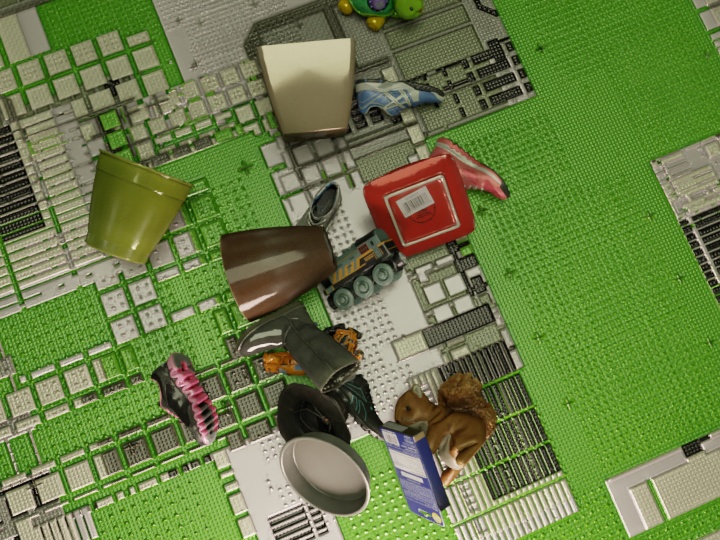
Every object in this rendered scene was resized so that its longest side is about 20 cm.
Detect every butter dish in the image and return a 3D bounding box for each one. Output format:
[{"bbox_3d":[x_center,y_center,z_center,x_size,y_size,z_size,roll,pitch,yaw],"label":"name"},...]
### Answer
[{"bbox_3d":[0.118,-0.155,1.676,0.200,0.148,0.200,-20,121,6],"label":"butter dish"}]

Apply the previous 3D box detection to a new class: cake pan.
[{"bbox_3d":[-0.065,0.396,1.559,0.200,0.200,0.037,37,40,4],"label":"cake pan"}]

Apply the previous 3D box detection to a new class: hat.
[{"bbox_3d":[-0.078,0.295,1.595,0.201,0.201,0.081,46,43,6],"label":"hat"}]

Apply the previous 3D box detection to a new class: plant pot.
[{"bbox_3d":[-0.106,-0.372,1.685,0.200,0.200,0.177,-6,93,-4],"label":"plant pot"},{"bbox_3d":[-0.155,-0.016,1.597,0.200,0.187,0.187,-19,81,4],"label":"plant pot"},{"bbox_3d":[-0.472,-0.123,1.630,0.200,0.200,0.193,22,92,1],"label":"plant pot"}]

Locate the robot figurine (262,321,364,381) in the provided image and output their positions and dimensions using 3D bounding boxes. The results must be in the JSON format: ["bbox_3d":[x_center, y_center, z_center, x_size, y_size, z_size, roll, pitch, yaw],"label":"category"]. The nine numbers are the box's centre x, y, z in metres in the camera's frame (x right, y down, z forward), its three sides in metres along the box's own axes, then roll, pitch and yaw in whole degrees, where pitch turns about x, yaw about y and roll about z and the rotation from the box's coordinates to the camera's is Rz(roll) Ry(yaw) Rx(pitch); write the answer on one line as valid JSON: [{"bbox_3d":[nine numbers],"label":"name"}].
[{"bbox_3d":[-0.092,0.164,1.619,0.200,0.058,0.145,1,55,11],"label":"robot figurine"}]

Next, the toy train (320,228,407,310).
[{"bbox_3d":[0.000,0.000,1.643,0.200,0.085,0.114,-33,85,24],"label":"toy train"}]

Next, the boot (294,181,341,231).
[{"bbox_3d":[-0.103,-0.099,1.675,0.073,0.096,0.200,26,80,2],"label":"boot"}]

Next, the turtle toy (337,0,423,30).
[{"bbox_3d":[0.050,-0.621,1.769,0.200,0.101,0.146,30,80,3],"label":"turtle toy"}]

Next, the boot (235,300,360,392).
[{"bbox_3d":[-0.125,0.168,1.553,0.182,0.073,0.200,-34,62,-11],"label":"boot"}]

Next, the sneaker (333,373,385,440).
[{"bbox_3d":[-0.004,0.262,1.627,0.079,0.075,0.200,-43,85,-11],"label":"sneaker"}]

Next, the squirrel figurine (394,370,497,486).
[{"bbox_3d":[0.171,0.299,1.616,0.187,0.142,0.200,40,67,15],"label":"squirrel figurine"}]

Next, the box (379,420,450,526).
[{"bbox_3d":[0.111,0.399,1.566,0.032,0.121,0.200,-25,103,-29],"label":"box"}]

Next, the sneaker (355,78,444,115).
[{"bbox_3d":[0.086,-0.381,1.754,0.200,0.076,0.077,2,102,-2],"label":"sneaker"}]

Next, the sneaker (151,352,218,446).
[{"bbox_3d":[-0.364,0.273,1.621,0.095,0.079,0.200,-29,81,15],"label":"sneaker"}]

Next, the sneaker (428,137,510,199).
[{"bbox_3d":[0.232,-0.203,1.731,0.200,0.074,0.087,37,94,8],"label":"sneaker"}]
